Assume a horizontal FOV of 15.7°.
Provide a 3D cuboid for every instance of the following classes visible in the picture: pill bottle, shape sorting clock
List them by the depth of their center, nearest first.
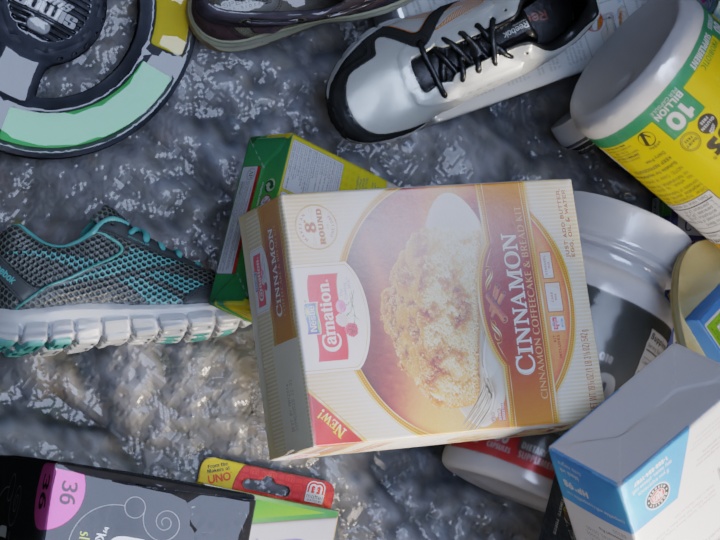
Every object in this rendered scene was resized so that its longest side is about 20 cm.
[{"bbox_3d":[0.243,-0.079,1.696,0.200,0.113,0.113,39,77,-17],"label":"pill bottle"},{"bbox_3d":[0.262,0.072,1.708,0.200,0.039,0.200,35,36,-31],"label":"shape sorting clock"},{"bbox_3d":[0.139,0.056,1.722,0.114,0.114,0.200,24,81,-14],"label":"pill bottle"}]

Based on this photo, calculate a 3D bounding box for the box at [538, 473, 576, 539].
[{"bbox_3d":[0.176,0.213,1.693,0.158,0.051,0.200,-3,114,-42],"label":"box"}]

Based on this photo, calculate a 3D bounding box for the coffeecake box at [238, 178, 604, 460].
[{"bbox_3d":[0.038,0.029,1.594,0.200,0.073,0.154,-4,81,-25],"label":"coffeecake box"}]

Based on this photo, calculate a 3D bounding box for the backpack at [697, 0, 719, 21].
[{"bbox_3d":[0.254,-0.252,1.740,0.126,0.167,0.200,-11,81,-10],"label":"backpack"}]

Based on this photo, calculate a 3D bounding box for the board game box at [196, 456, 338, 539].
[{"bbox_3d":[-0.076,0.227,1.694,0.095,0.030,0.200,13,81,-16],"label":"board game box"}]

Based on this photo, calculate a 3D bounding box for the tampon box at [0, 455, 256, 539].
[{"bbox_3d":[-0.158,0.196,1.579,0.126,0.200,0.150,11,84,-16],"label":"tampon box"}]

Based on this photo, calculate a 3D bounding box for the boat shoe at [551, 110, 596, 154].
[{"bbox_3d":[0.224,-0.120,1.786,0.200,0.070,0.066,-30,94,-24],"label":"boat shoe"}]

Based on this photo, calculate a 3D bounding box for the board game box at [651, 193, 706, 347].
[{"bbox_3d":[0.298,0.017,1.813,0.200,0.034,0.136,4,85,-17],"label":"board game box"}]

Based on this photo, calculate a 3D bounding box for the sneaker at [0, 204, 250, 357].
[{"bbox_3d":[-0.144,0.002,1.662,0.200,0.078,0.091,-4,82,-20],"label":"sneaker"}]

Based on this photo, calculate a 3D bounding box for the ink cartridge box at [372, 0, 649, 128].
[{"bbox_3d":[0.100,-0.201,1.764,0.200,0.047,0.160,-20,93,-23],"label":"ink cartridge box"}]

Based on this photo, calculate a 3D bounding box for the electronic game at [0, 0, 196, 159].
[{"bbox_3d":[-0.201,-0.171,1.667,0.200,0.042,0.200,1,87,-17],"label":"electronic game"}]

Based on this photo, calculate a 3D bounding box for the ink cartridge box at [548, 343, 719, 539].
[{"bbox_3d":[0.197,0.161,1.601,0.116,0.067,0.200,-37,128,-25],"label":"ink cartridge box"}]

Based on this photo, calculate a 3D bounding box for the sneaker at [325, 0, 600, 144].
[{"bbox_3d":[0.067,-0.145,1.681,0.200,0.080,0.074,-31,98,-18],"label":"sneaker"}]

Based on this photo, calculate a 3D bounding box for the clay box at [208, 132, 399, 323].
[{"bbox_3d":[0.000,0.000,1.683,0.200,0.048,0.115,26,71,-41],"label":"clay box"}]

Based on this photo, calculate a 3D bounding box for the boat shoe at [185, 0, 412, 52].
[{"bbox_3d":[-0.015,-0.195,1.670,0.200,0.065,0.072,-19,90,-7],"label":"boat shoe"}]
